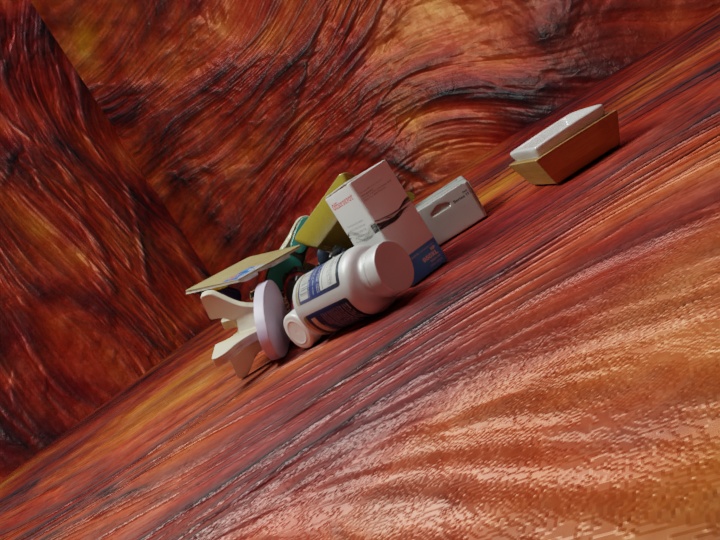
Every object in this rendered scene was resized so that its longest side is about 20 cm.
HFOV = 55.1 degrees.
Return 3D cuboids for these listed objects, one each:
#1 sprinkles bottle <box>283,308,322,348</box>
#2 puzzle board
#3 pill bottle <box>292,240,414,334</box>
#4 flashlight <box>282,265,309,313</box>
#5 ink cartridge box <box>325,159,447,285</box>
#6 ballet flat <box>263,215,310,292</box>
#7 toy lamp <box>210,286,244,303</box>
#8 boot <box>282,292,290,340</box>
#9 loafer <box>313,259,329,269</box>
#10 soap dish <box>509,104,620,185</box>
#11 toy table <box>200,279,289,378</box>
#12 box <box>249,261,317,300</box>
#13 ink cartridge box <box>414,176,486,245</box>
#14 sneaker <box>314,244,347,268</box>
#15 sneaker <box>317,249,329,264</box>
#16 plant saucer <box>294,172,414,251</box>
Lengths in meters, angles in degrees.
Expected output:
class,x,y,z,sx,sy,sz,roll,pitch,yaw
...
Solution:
class,x,y,z,sx,sy,sz,roll,pitch,yaw
sprinkles bottle,-0.048,0.059,1.236,0.200,0.069,0.068,-37,7,-39
puzzle board,-0.228,0.000,1.369,0.150,0.018,0.200,-11,15,35
pill bottle,-0.011,0.025,1.098,0.199,0.112,0.111,-27,8,46
flashlight,-0.116,0.059,1.335,0.068,0.068,0.200,-33,23,6
ink cartridge box,0.040,-0.073,1.185,0.084,0.201,0.144,-35,7,-19
ballet flat,-0.149,-0.027,1.481,0.201,0.067,0.062,-61,12,-25
toy lamp,-0.228,0.085,1.428,0.058,0.200,0.059,-20,55,32
boot,-0.146,0.084,1.439,0.072,0.091,0.200,-32,6,10
loafer,0.000,0.000,1.459,0.198,0.073,0.073,-15,45,8
soap dish,0.363,-0.219,1.236,0.157,0.082,0.200,-33,5,3
toy table,-0.207,0.105,1.281,0.116,0.185,0.200,-18,12,5
box,-0.135,0.041,1.600,0.163,0.021,0.200,-30,-24,24
ink cartridge box,0.174,-0.120,1.426,0.146,0.083,0.200,-32,6,11
sneaker,-0.004,-0.013,1.373,0.199,0.112,0.077,-32,6,11
sneaker,-0.011,-0.032,1.750,0.198,0.147,0.081,5,50,3
plant saucer,-0.005,-0.096,1.441,0.199,0.049,0.200,11,-48,-37
